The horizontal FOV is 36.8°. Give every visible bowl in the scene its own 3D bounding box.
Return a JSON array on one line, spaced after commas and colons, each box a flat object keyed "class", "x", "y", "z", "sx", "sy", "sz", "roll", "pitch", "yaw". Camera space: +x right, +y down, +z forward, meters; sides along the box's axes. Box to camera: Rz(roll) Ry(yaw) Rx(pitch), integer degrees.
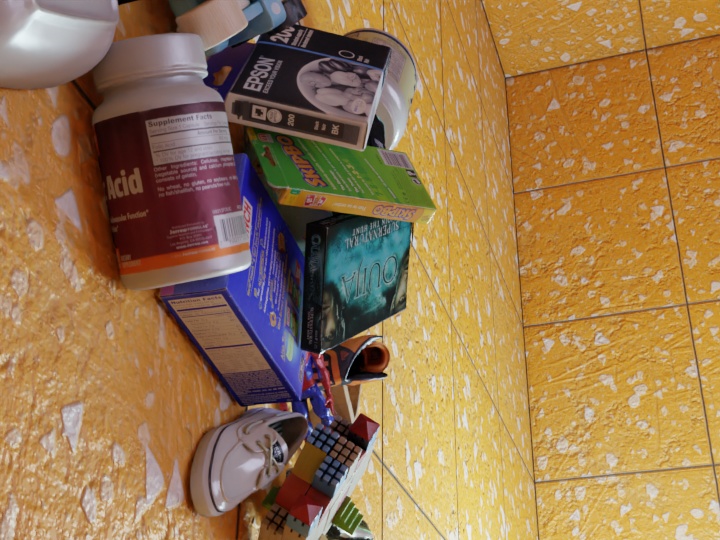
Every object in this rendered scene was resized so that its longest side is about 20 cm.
[{"class": "bowl", "x": -0.246, "y": -0.238, "z": 0.787, "sx": 0.200, "sy": 0.074, "sz": 0.202, "roll": -25, "pitch": 107, "yaw": -73}]

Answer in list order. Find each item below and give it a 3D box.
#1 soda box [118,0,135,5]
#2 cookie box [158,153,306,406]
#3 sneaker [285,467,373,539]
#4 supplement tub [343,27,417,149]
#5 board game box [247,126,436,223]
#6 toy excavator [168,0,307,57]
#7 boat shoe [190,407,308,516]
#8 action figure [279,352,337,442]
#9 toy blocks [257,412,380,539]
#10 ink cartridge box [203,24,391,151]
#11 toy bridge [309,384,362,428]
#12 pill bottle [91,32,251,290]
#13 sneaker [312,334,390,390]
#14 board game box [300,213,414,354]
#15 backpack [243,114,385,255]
[{"class": "soda box", "x": -0.214, "y": -0.344, "z": 0.972, "sx": 0.071, "sy": 0.063, "sz": 0.202, "roll": 45, "pitch": 40, "yaw": -65}, {"class": "cookie box", "x": -0.118, "y": 0.013, "z": 1.094, "sx": 0.201, "sy": 0.074, "sz": 0.172, "roll": 64, "pitch": 23, "yaw": -47}, {"class": "sneaker", "x": -0.038, "y": 0.274, "z": 1.256, "sx": 0.200, "sy": 0.076, "sz": 0.089, "roll": 55, "pitch": 22, "yaw": -62}, {"class": "supplement tub", "x": 0.001, "y": -0.243, "z": 1.532, "sx": 0.201, "sy": 0.144, "sz": 0.146, "roll": -74, "pitch": 151, "yaw": -56}, {"class": "board game box", "x": -0.022, "y": -0.099, "z": 1.125, "sx": 0.199, "sy": 0.030, "sz": 0.096, "roll": 8, "pitch": 40, "yaw": -33}, {"class": "toy excavator", "x": -0.137, "y": -0.251, "z": 1.053, "sx": 0.200, "sy": 0.193, "sz": 0.100, "roll": -45, "pitch": 116, "yaw": -36}, {"class": "boat shoe", "x": -0.105, "y": 0.177, "z": 1.068, "sx": 0.200, "sy": 0.066, "sz": 0.074, "roll": -52, "pitch": 131, "yaw": -69}, {"class": "action figure", "x": -0.061, "y": 0.146, "z": 1.245, "sx": 0.052, "sy": 0.065, "sz": 0.202, "roll": -78, "pitch": 156, "yaw": -63}, {"class": "toy blocks", "x": -0.041, "y": 0.216, "z": 1.103, "sx": 0.200, "sy": 0.099, "sz": 0.137, "roll": -52, "pitch": 166, "yaw": -38}, {"class": "ink cartridge box", "x": -0.076, "y": -0.205, "z": 1.145, "sx": 0.199, "sy": 0.198, "sz": 0.044, "roll": -76, "pitch": 177, "yaw": -55}, {"class": "toy bridge", "x": -0.026, "y": 0.176, "z": 1.422, "sx": 0.200, "sy": 0.027, "sz": 0.068, "roll": -54, "pitch": 134, "yaw": -68}, {"class": "pill bottle", "x": -0.164, "y": -0.091, "z": 0.918, "sx": 0.114, "sy": 0.113, "sz": 0.202, "roll": -22, "pitch": 102, "yaw": -74}, {"class": "sneaker", "x": -0.011, "y": 0.111, "z": 1.351, "sx": 0.200, "sy": 0.111, "sz": 0.078, "roll": -43, "pitch": 123, "yaw": -72}, {"class": "board game box", "x": 0.000, "y": 0.000, "z": 1.177, "sx": 0.200, "sy": 0.028, "sz": 0.137, "roll": -23, "pitch": 120, "yaw": -58}, {"class": "backpack", "x": -0.047, "y": -0.100, "z": 1.262, "sx": 0.176, "sy": 0.152, "sz": 0.202, "roll": 35, "pitch": 43, "yaw": -62}]
